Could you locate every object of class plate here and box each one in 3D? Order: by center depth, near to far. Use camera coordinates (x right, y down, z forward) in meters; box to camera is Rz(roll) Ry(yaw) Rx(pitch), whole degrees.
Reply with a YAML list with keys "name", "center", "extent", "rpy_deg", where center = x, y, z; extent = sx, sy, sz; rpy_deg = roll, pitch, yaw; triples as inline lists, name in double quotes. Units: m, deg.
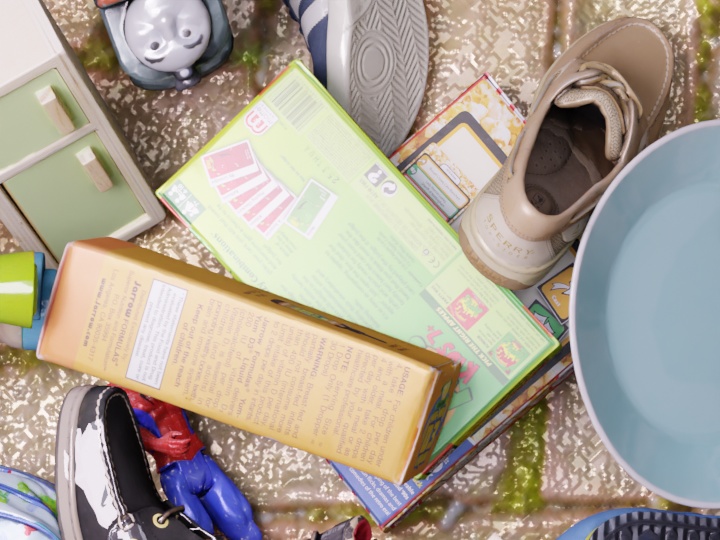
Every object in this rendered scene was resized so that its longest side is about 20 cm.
- name: "plate"
  center: [0.183, 0.022, 1.484]
  extent: [0.199, 0.026, 0.202]
  rpy_deg: [-1, 92, -31]

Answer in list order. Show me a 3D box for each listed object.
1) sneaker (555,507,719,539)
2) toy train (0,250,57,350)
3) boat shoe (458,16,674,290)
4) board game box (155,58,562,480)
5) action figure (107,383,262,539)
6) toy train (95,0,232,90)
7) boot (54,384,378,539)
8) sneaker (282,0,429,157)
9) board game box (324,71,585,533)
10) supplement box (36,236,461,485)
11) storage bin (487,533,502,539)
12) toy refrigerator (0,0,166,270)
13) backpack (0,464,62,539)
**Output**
- name: "sneaker"
  center: [0.191, 0.160, 1.493]
  extent: [0.199, 0.078, 0.066]
  rpy_deg: [8, 80, -16]
- name: "toy train"
  center: [-0.208, 0.007, 1.390]
  extent: [0.115, 0.200, 0.085]
  rpy_deg: [3, 82, -4]
- name: "boat shoe"
  center: [0.120, -0.071, 1.477]
  extent: [0.071, 0.065, 0.200]
  rpy_deg: [35, 50, -3]
- name: "board game box"
  center: [0.000, 0.000, 1.474]
  extent: [0.102, 0.048, 0.200]
  rpy_deg: [-43, 83, 2]
- name: "action figure"
  center: [-0.075, 0.105, 1.491]
  extent: [0.065, 0.099, 0.201]
  rpy_deg: [-24, 78, -36]
- name: "toy train"
  center: [-0.106, -0.150, 1.473]
  extent: [0.085, 0.200, 0.115]
  rpy_deg: [-22, 97, -2]
- name: "boot"
  center: [-0.064, 0.144, 1.417]
  extent: [0.150, 0.073, 0.201]
  rpy_deg: [-12, 88, 21]
- name: "sneaker"
  center: [-0.020, -0.156, 1.541]
  extent: [0.084, 0.075, 0.202]
  rpy_deg: [2, 100, 41]
- name: "board game box"
  center: [0.040, 0.017, 1.520]
  extent: [0.200, 0.046, 0.152]
  rpy_deg: [-40, 83, -2]
- name: "supplement box"
  center: [-0.055, 0.044, 1.423]
  extent: [0.199, 0.067, 0.069]
  rpy_deg: [17, 96, 12]
- name: "storage bin"
  center: [0.068, 0.278, 1.463]
  extent: [0.200, 0.094, 0.199]
  rpy_deg: [-45, 83, -4]
- name: "toy refrigerator"
  center: [-0.166, -0.070, 1.459]
  extent: [0.076, 0.200, 0.070]
  rpy_deg: [-29, 64, -2]
- name: "backpack"
  center: [-0.201, 0.199, 1.473]
  extent: [0.162, 0.154, 0.201]
  rpy_deg: [15, 71, 11]
